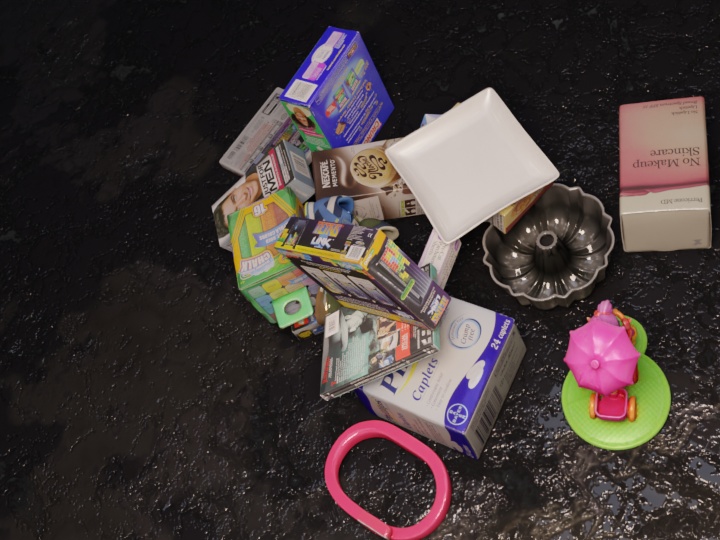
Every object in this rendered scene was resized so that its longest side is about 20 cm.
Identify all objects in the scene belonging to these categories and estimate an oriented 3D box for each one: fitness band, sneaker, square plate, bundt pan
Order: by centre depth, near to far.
[{"bbox_3d":[0.039,0.304,1.236,0.198,0.038,0.145,27,71,32],"label":"fitness band"},{"bbox_3d":[0.163,-0.156,1.276,0.196,0.029,0.202,-30,60,-2],"label":"square plate"},{"bbox_3d":[0.289,-0.028,1.298,0.198,0.076,0.205,-10,58,17],"label":"bundt pan"},{"bbox_3d":[-0.036,-0.047,1.325,0.081,0.075,0.202,-17,47,5],"label":"sneaker"},{"bbox_3d":[0.000,0.000,1.362,0.088,0.067,0.203,6,59,29],"label":"sneaker"}]

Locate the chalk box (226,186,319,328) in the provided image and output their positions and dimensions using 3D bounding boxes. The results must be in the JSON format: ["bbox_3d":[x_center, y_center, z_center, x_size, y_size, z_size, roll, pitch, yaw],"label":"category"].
[{"bbox_3d":[-0.127,-0.006,1.383,0.123,0.124,0.203,-23,54,9],"label":"chalk box"}]

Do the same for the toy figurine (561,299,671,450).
[{"bbox_3d":[0.332,0.110,1.131,0.147,0.185,0.203,1,61,23],"label":"toy figurine"}]

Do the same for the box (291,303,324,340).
[{"bbox_3d":[-0.066,0.005,1.452,0.135,0.040,0.203,-20,55,9],"label":"box"}]

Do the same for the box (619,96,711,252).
[{"bbox_3d":[0.454,-0.143,1.275,0.125,0.109,0.203,-3,60,21],"label":"box"}]

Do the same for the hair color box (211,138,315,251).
[{"bbox_3d":[-0.176,-0.128,1.525,0.199,0.060,0.100,-39,50,25],"label":"hair color box"}]

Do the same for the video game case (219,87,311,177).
[{"bbox_3d":[-0.155,-0.252,1.653,0.181,0.023,0.201,27,73,33],"label":"video game case"}]

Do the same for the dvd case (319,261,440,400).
[{"bbox_3d":[0.026,0.087,1.206,0.198,0.022,0.148,-27,41,27],"label":"dvd case"}]

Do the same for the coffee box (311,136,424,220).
[{"bbox_3d":[0.020,-0.151,1.455,0.196,0.080,0.115,-9,57,1],"label":"coffee box"}]

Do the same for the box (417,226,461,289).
[{"bbox_3d":[0.094,0.031,1.241,0.041,0.039,0.203,13,66,28],"label":"box"}]

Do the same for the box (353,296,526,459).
[{"bbox_3d":[0.115,0.143,1.254,0.197,0.105,0.186,17,68,31],"label":"box"}]

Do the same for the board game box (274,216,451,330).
[{"bbox_3d":[0.001,0.002,1.148,0.198,0.165,0.057,13,68,50],"label":"board game box"}]

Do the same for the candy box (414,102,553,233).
[{"bbox_3d":[0.188,-0.162,1.322,0.115,0.056,0.199,-44,61,-12],"label":"candy box"}]

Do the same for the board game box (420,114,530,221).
[{"bbox_3d":[0.187,-0.171,1.410,0.148,0.037,0.203,0,56,-12],"label":"board game box"}]

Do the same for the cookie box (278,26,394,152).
[{"bbox_3d":[-0.037,-0.297,1.519,0.074,0.201,0.173,21,70,32],"label":"cookie box"}]
